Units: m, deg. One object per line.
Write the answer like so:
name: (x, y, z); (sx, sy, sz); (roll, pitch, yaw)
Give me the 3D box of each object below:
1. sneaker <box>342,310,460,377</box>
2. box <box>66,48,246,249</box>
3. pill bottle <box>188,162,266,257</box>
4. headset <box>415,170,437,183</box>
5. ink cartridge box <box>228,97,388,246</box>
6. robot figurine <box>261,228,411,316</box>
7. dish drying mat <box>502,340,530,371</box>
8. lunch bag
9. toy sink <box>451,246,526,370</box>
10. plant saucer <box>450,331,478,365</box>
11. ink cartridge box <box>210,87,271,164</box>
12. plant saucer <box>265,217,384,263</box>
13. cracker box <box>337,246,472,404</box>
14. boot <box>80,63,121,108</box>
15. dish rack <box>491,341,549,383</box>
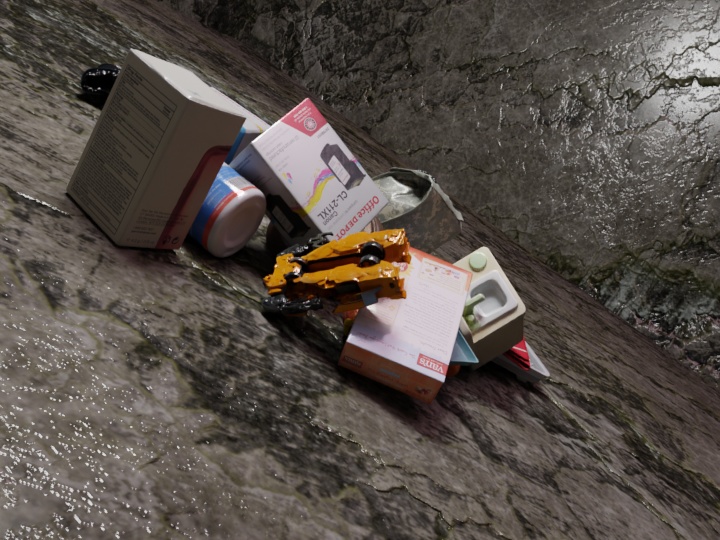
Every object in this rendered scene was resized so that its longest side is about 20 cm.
sneaker: (0.055, 0.111, 1.070); (0.198, 0.073, 0.078); (28, 40, -16)
box: (-0.254, -0.144, 0.929); (0.128, 0.202, 0.108); (40, 17, 26)
pill bottle: (-0.238, -0.118, 1.056); (0.199, 0.113, 0.112); (37, 16, 17)
headset: (0.197, -0.206, 2.256); (0.201, 0.123, 0.094); (49, -3, 6)
ink cartridge box: (-0.073, -0.126, 1.106); (0.201, 0.082, 0.146); (50, 51, -10)
robot figurine: (-0.035, 0.008, 0.979); (0.146, 0.197, 0.059); (-77, 149, -48)
dish drying mat: (0.273, 0.125, 1.370); (0.076, 0.018, 0.200); (33, 15, 0)
lunch bag: (0.070, -0.093, 1.331); (0.164, 0.197, 0.119); (43, 31, -54)
toy sink: (0.188, 0.054, 1.200); (0.131, 0.111, 0.200); (60, -1, 26)
plant saucer: (0.098, 0.060, 1.091); (0.069, 0.019, 0.201); (9, 39, -40)
ink cartridge box: (-0.255, -0.205, 1.222); (0.146, 0.147, 0.200); (33, 15, 5)
plant saucer: (-0.052, -0.062, 1.198); (0.197, 0.035, 0.202); (4, 47, -4)
cracker box: (0.064, 0.062, 1.003); (0.132, 0.058, 0.201); (23, 47, 1)
boot: (-0.414, -0.325, 1.402); (0.198, 0.077, 0.168); (21, 15, -18)
dish rack: (0.246, 0.136, 1.398); (0.198, 0.044, 0.172); (28, 15, -20)
